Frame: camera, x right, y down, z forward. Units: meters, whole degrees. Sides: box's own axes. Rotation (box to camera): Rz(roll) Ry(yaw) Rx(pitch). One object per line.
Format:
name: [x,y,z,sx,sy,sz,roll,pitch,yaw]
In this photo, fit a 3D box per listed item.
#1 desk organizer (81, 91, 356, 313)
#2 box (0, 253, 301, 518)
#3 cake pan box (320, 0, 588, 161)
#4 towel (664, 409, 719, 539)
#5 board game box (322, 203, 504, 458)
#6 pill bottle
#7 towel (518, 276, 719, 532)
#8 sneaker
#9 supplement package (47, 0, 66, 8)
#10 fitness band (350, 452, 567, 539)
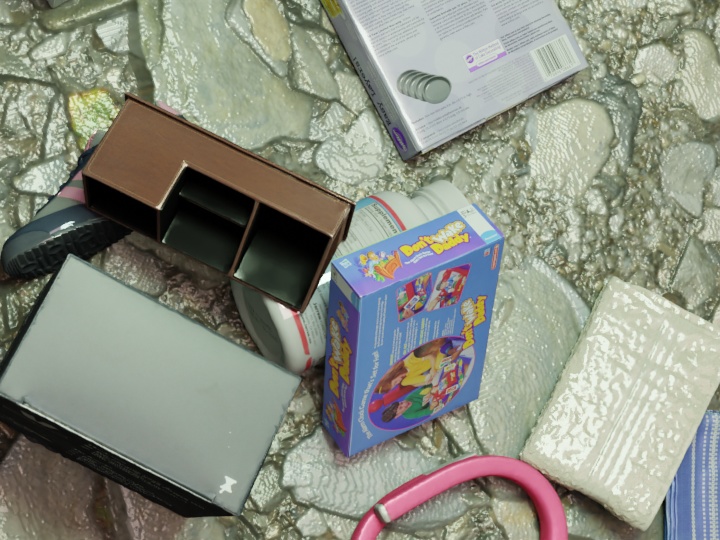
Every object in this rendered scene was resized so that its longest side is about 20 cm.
desk organizer: [-0.112,-0.051,1.210,0.200,0.072,0.077,26,67,4]
box: [-0.174,0.096,1.188,0.196,0.200,0.118,29,75,-11]
cake pan box: [0.085,-0.222,1.392,0.200,0.052,0.185,-29,93,-18]
towel: [0.368,0.202,1.426,0.199,0.024,0.145,4,81,-16]
board game box: [0.040,0.051,1.260,0.134,0.200,0.045,-22,51,-23]
pill bottle: [0.000,0.000,1.302,0.200,0.109,0.109,-26,89,-19]
towel: [0.238,0.115,1.383,0.132,0.034,0.200,29,75,6]
sneaker: [-0.218,-0.067,1.278,0.200,0.070,0.082,-31,74,-21]
supplement package: [-0.253,-0.342,1.253,0.111,0.156,0.200,-36,93,-18]
fitness band: [0.085,0.240,1.329,0.200,0.037,0.144,-25,90,-17]
